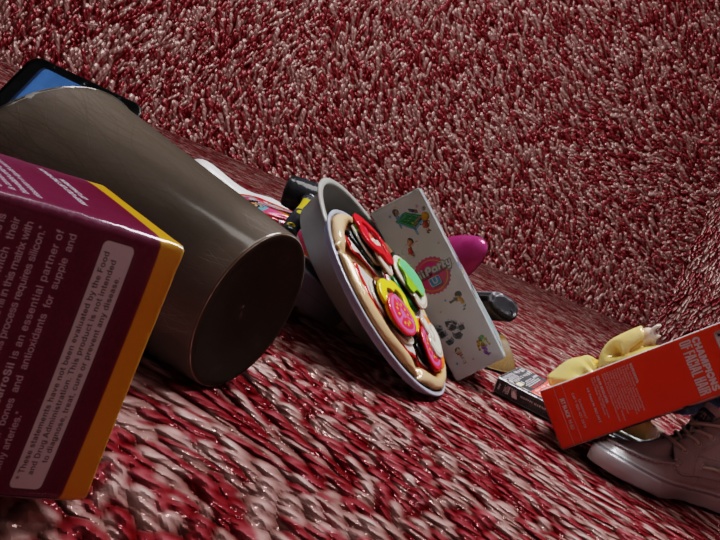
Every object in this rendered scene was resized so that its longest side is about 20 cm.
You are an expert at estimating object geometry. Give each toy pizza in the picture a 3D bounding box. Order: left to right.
[{"bbox_3d":[0.032,0.025,0.883,0.201,0.032,0.201,53,15,-20],"label":"toy pizza"}]

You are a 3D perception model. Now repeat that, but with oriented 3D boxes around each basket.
[{"bbox_3d":[-0.148,-0.021,0.637,0.199,0.137,0.180,31,25,23],"label":"basket"}]

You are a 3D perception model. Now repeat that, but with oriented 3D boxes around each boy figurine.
[{"bbox_3d":[0.299,0.123,1.000,0.198,0.126,0.064,-10,-5,34],"label":"boy figurine"}]

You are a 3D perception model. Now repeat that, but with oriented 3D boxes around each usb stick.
[{"bbox_3d":[0.149,0.049,1.324,0.055,0.033,0.199,29,-13,-23],"label":"usb stick"}]

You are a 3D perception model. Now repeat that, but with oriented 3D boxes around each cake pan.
[{"bbox_3d":[0.000,0.000,0.967,0.201,0.036,0.201,54,16,-23],"label":"cake pan"}]

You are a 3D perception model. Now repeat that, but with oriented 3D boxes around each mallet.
[{"bbox_3d":[-0.074,-0.067,1.025,0.065,0.042,0.200,23,16,5],"label":"mallet"}]

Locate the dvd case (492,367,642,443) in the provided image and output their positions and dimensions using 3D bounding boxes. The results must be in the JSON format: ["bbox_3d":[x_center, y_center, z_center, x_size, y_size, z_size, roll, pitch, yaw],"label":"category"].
[{"bbox_3d":[0.252,0.165,1.051,0.198,0.022,0.146,25,7,17],"label":"dvd case"}]

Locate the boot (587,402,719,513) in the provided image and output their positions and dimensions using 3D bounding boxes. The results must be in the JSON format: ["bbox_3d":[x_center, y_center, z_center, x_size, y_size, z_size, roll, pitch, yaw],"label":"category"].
[{"bbox_3d":[0.309,0.167,0.903,0.198,0.097,0.073,20,7,-31],"label":"boot"}]

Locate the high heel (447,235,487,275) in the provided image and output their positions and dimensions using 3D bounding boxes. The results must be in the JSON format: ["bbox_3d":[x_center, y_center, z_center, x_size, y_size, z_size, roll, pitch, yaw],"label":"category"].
[{"bbox_3d":[0.067,-0.008,1.240,0.198,0.068,0.096,-24,-27,30],"label":"high heel"}]

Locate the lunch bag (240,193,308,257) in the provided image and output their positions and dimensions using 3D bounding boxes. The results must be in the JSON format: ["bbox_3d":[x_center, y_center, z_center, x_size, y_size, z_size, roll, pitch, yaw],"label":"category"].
[{"bbox_3d":[-0.078,-0.027,1.166,0.198,0.083,0.176,22,2,-18],"label":"lunch bag"}]

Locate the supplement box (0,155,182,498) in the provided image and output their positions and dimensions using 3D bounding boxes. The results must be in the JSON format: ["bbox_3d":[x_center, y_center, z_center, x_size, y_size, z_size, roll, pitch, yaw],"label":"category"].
[{"bbox_3d":[-0.179,0.004,0.324,0.199,0.112,0.085,18,8,-42],"label":"supplement box"}]

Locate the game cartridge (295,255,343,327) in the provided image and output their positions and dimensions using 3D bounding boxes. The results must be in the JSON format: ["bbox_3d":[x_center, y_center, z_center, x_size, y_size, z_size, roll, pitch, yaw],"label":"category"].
[{"bbox_3d":[-0.088,-0.016,0.928,0.133,0.041,0.200,51,6,37],"label":"game cartridge"}]

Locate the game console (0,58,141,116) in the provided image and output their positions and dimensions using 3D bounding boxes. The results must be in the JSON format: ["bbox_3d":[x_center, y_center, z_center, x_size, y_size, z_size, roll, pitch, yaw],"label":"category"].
[{"bbox_3d":[-0.414,-0.204,1.183,0.198,0.118,0.176,26,6,18],"label":"game console"}]

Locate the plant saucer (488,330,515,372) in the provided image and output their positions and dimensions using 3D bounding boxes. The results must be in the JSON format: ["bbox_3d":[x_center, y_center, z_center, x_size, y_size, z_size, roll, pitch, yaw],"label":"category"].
[{"bbox_3d":[0.121,0.075,1.235,0.198,0.036,0.200,24,6,-3],"label":"plant saucer"}]

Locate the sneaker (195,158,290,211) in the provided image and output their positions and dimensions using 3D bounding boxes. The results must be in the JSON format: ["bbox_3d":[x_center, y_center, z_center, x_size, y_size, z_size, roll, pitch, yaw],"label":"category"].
[{"bbox_3d":[-0.172,-0.070,1.298,0.198,0.073,0.085,30,37,-3],"label":"sneaker"}]

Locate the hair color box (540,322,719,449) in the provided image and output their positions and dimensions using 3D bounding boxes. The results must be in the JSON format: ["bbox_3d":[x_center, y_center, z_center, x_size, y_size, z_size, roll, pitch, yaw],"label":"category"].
[{"bbox_3d":[0.285,0.108,0.900,0.111,0.198,0.065,11,56,-64],"label":"hair color box"}]

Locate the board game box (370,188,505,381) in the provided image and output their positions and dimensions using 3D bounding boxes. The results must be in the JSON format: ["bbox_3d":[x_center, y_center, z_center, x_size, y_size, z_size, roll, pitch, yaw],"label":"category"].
[{"bbox_3d":[0.088,0.009,1.053,0.202,0.064,0.148,63,6,-2],"label":"board game box"}]
